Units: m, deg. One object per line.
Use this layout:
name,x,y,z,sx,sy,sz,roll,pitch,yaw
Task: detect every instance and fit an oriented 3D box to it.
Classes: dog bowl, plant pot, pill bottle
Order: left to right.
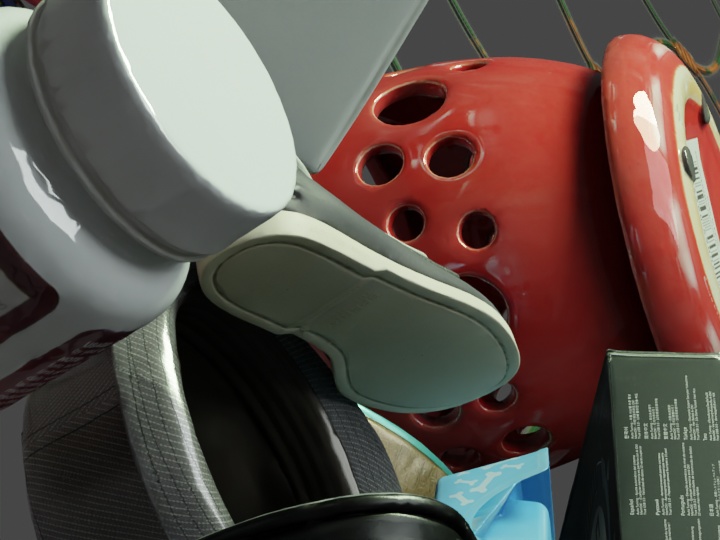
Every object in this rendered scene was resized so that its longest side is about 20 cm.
pill bottle,-0.127,-0.014,0.903,0.114,0.200,0.114,45,27,-31
dog bowl,0.055,0.146,1.126,0.200,0.049,0.112,-78,164,-70
plant pot,0.080,-0.005,1.292,0.200,0.182,0.201,-13,90,-75

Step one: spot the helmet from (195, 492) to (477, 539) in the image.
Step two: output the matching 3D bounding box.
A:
helmet,-0.029,0.180,0.894,0.200,0.190,0.201,-23,90,-84

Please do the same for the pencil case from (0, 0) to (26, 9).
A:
pencil case,-0.105,-0.033,1.119,0.200,0.087,0.078,40,49,-37

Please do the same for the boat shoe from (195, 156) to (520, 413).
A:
boat shoe,0.000,0.000,1.089,0.200,0.073,0.063,32,36,-53

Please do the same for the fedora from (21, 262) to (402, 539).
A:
fedora,-0.061,0.090,1.055,0.200,0.090,0.177,39,31,-54

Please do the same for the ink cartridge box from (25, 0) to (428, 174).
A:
ink cartridge box,-0.054,-0.148,1.155,0.145,0.145,0.200,30,4,-14

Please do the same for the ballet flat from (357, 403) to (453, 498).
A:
ballet flat,0.025,0.130,1.239,0.200,0.068,0.073,44,47,-41

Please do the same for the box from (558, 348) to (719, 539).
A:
box,0.104,0.154,0.993,0.160,0.043,0.201,96,-6,-58
